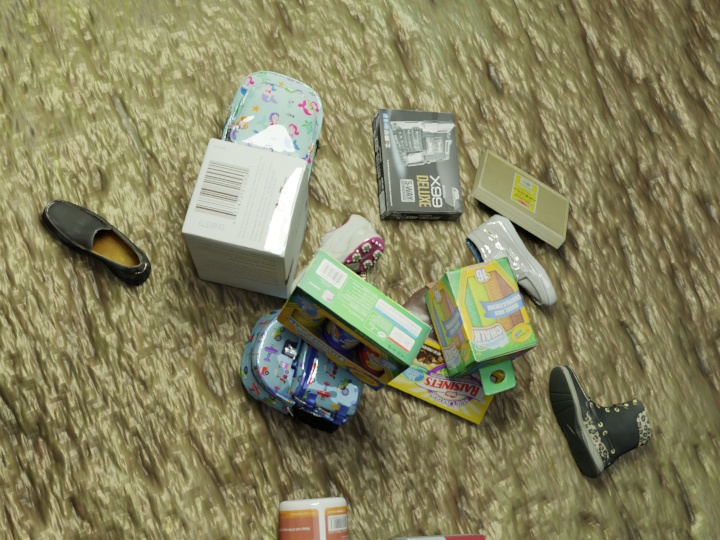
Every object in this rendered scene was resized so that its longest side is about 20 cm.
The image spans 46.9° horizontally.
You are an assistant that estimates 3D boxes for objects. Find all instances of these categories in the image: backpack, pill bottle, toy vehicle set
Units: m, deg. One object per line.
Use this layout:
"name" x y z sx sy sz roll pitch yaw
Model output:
"backpack" -0.091 0.147 1.358 0.196 0.135 0.186 24 69 -6
"pill bottle" -0.070 0.461 1.287 0.109 0.112 0.206 1 75 -16
"toy vehicle set" 0.309 -0.139 1.589 0.197 0.027 0.126 30 44 -7
"backpack" -0.152 -0.243 1.444 0.173 0.151 0.205 17 66 -10

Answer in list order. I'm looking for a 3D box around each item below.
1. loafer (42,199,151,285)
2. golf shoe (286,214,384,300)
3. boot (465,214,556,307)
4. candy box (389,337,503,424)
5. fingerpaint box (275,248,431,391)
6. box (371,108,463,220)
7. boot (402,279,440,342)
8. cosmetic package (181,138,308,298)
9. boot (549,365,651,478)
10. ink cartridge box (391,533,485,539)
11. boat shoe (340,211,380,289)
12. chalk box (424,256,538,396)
"loafer" -0.425 -0.056 1.342 0.197 0.072 0.074 32 69 -6
"golf shoe" -0.051 -0.016 1.429 0.198 0.075 0.093 -34 55 9
"boot" 0.276 0.000 1.551 0.094 0.074 0.202 -30 77 -16
"candy box" 0.143 0.185 1.450 0.196 0.026 0.104 24 104 -9
"fingerpaint box" -0.016 0.081 1.236 0.198 0.167 0.074 36 64 -3
"box" 0.106 -0.197 1.556 0.154 0.050 0.206 1 75 -17
"boot" 0.143 0.128 1.483 0.164 0.072 0.203 -30 89 -8
"cosmetic package" -0.178 -0.078 1.340 0.161 0.201 0.169 12 70 2
"boot" 0.440 0.255 1.524 0.151 0.073 0.208 -18 85 -24
"ink cartridge box" 0.132 0.537 1.343 0.142 0.083 0.206 2 74 -17
"boat shoe" 0.000 0.000 1.468 0.072 0.062 0.206 -7 76 28
"chalk box" 0.206 0.102 1.388 0.122 0.124 0.204 -13 74 -20
